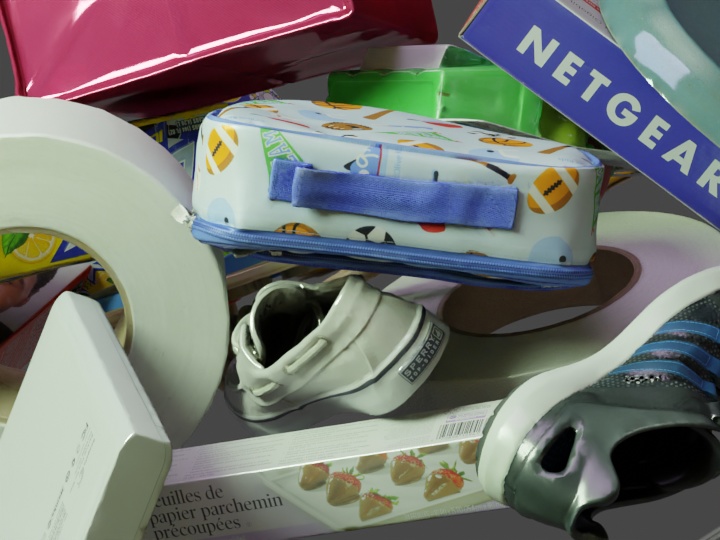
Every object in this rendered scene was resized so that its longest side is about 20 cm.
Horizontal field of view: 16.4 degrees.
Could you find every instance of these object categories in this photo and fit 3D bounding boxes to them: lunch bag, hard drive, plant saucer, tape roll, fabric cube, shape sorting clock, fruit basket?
[{"bbox_3d":[0.012,-0.035,1.179,0.199,0.076,0.160,6,7,-3],"label":"lunch bag"},{"bbox_3d":[-0.135,0.100,1.135,0.026,0.132,0.200,19,11,-19],"label":"hard drive"},{"bbox_3d":[0.213,-0.096,1.312,0.027,0.200,0.200,-53,6,24],"label":"plant saucer"},{"bbox_3d":[0.095,0.026,1.273,0.202,0.037,0.203,-14,20,5],"label":"tape roll"},{"bbox_3d":[-0.091,-0.199,1.387,0.200,0.197,0.199,-14,-1,15],"label":"fabric cube"},{"bbox_3d":[-0.080,0.008,1.400,0.200,0.039,0.200,-22,5,2],"label":"shape sorting clock"},{"bbox_3d":[-0.166,0.017,1.253,0.202,0.203,0.071,-15,20,1],"label":"tape roll"},{"bbox_3d":[0.084,-0.073,1.403,0.200,0.094,0.185,1,2,-36],"label":"fruit basket"}]

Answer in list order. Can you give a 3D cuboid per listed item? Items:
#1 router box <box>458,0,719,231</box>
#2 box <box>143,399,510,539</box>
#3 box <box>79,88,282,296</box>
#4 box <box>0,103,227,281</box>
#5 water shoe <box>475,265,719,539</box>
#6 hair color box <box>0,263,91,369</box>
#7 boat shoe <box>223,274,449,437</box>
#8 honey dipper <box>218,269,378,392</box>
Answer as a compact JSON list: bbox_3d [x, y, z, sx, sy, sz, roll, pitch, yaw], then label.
[{"bbox_3d":[0.159,-0.110,1.357,0.049,0.200,0.180,-53,2,24],"label":"router box"},{"bbox_3d":[-0.024,0.099,1.166,0.199,0.039,0.041,-10,19,15],"label":"box"},{"bbox_3d":[-0.116,-0.049,1.549,0.200,0.070,0.064,-40,-3,-47],"label":"box"},{"bbox_3d":[-0.165,-0.037,1.371,0.200,0.070,0.064,-14,2,-24],"label":"box"},{"bbox_3d":[0.139,0.066,1.122,0.200,0.072,0.079,-29,52,-36],"label":"water shoe"},{"bbox_3d":[-0.247,0.033,1.407,0.101,0.061,0.200,32,34,6],"label":"hair color box"},{"bbox_3d":[-0.030,0.037,1.217,0.072,0.066,0.200,-56,16,-16],"label":"boat shoe"},{"bbox_3d":[0.000,0.000,1.305,0.200,0.038,0.038,-33,14,20],"label":"honey dipper"}]
